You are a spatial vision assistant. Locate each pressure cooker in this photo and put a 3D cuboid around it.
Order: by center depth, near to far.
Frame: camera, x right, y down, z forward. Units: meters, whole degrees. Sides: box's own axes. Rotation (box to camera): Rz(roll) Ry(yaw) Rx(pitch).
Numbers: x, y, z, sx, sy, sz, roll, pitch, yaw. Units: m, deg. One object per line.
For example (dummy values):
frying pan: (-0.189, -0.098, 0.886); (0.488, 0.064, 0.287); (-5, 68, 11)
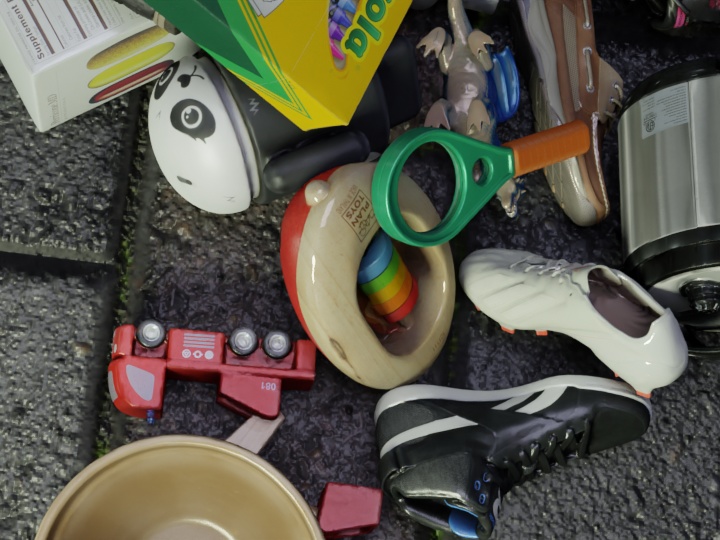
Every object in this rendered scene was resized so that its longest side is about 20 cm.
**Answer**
pressure cooker: (0.271, -0.035, 1.270); (0.178, 0.176, 0.201); (2, 70, -3)

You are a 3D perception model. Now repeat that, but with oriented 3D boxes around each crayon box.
crayon box: (-0.041, -0.225, 1.182); (0.172, 0.058, 0.201); (37, 68, -26)

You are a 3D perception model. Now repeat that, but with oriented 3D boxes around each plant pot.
plant pot: (-0.118, 0.212, 1.180); (0.200, 0.093, 0.202); (0, 83, -2)

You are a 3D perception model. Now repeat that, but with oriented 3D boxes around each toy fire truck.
toy fire truck: (-0.083, 0.114, 1.245); (0.199, 0.049, 0.142); (5, 74, -5)

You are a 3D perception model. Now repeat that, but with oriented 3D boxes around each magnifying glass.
magnifying glass: (0.086, -0.072, 1.220); (0.199, 0.022, 0.080); (-19, 110, -36)

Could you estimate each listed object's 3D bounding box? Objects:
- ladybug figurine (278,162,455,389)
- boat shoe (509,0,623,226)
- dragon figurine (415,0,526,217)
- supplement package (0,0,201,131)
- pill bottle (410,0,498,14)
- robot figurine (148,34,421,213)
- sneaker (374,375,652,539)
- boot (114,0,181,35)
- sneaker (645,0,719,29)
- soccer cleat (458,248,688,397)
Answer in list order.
ladybug figurine: (0.000, 0.000, 1.232); (0.072, 0.200, 0.136); (16, 59, 36)
boat shoe: (0.167, -0.134, 1.337); (0.071, 0.076, 0.201); (-10, 76, -6)
dragon figurine: (0.084, -0.139, 1.307); (0.059, 0.099, 0.201); (-7, 81, 17)
supplement package: (-0.175, -0.207, 1.296); (0.199, 0.114, 0.110); (-28, 78, -13)
pill bottle: (0.020, -0.265, 1.339); (0.199, 0.112, 0.113); (19, 72, -1)
robot figurine: (-0.057, -0.121, 1.278); (0.199, 0.150, 0.125); (-23, 93, -14)
sneaker: (0.110, 0.139, 1.233); (0.199, 0.073, 0.112); (-3, 47, 1)
boot: (-0.157, -0.276, 1.225); (0.150, 0.073, 0.201); (20, 76, -1)
sneaker: (0.271, -0.219, 1.384); (0.199, 0.077, 0.084); (22, 78, 10)
soccer cleat: (0.151, 0.018, 1.253); (0.200, 0.078, 0.069); (28, 55, 37)
